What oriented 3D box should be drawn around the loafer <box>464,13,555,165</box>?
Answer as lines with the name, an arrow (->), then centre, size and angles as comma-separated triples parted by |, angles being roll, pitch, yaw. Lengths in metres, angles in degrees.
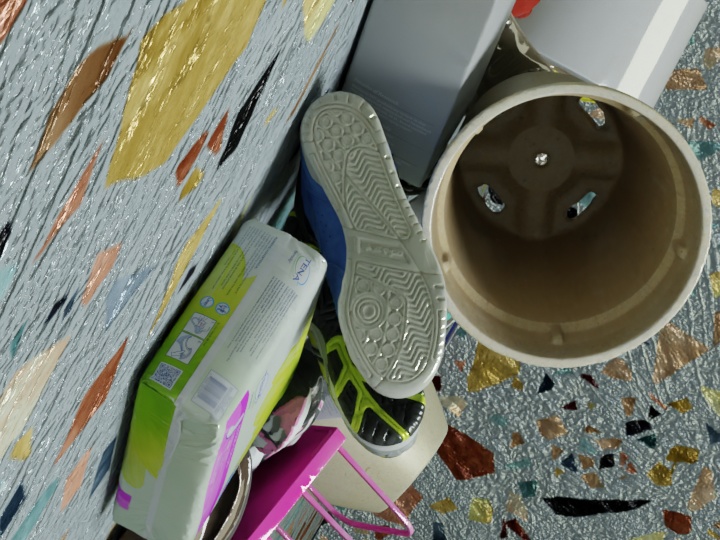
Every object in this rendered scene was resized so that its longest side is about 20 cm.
loafer -> 0.101, -0.157, 1.609 | 0.075, 0.068, 0.201 | -34, 131, -5

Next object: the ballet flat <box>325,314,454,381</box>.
ballet flat -> 0.018, 0.047, 1.596 | 0.200, 0.072, 0.072 | -36, 157, -49

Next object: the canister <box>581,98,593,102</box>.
canister -> 0.252, -0.281, 2.499 | 0.087, 0.148, 0.200 | -63, 176, 22

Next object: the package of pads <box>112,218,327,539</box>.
package of pads -> -0.092, 0.076, 1.375 | 0.155, 0.068, 0.200 | -59, 175, -33

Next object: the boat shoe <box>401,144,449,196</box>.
boat shoe -> 0.035, -0.094, 1.646 | 0.200, 0.070, 0.064 | 86, -5, -68

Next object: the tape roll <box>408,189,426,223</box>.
tape roll -> 0.000, 0.000, 1.630 | 0.202, 0.037, 0.203 | -37, 179, -1

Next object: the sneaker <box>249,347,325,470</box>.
sneaker -> -0.063, 0.091, 1.574 | 0.086, 0.081, 0.200 | -31, 176, -27

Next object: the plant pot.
plant pot -> 0.137, -0.058, 1.507 | 0.202, 0.199, 0.184 | -63, -170, 16

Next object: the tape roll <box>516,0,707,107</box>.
tape roll -> 0.259, -0.275, 2.290 | 0.140, 0.202, 0.203 | -61, 175, 4

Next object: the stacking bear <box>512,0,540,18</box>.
stacking bear -> 0.135, -0.267, 1.643 | 0.114, 0.121, 0.200 | -61, -177, -25

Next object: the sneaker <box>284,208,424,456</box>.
sneaker -> -0.010, 0.040, 1.468 | 0.077, 0.075, 0.202 | 91, -14, -65

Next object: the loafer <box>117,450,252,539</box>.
loafer -> -0.142, 0.204, 1.529 | 0.201, 0.073, 0.071 | -62, 175, -3

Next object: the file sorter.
file sorter -> -0.073, 0.237, 1.659 | 0.200, 0.126, 0.139 | -50, -159, -21

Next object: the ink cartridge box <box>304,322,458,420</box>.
ink cartridge box -> 0.010, 0.054, 1.719 | 0.200, 0.198, 0.041 | -55, 129, -51

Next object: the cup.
cup -> -0.005, 0.134, 1.894 | 0.201, 0.143, 0.200 | -50, -177, 4

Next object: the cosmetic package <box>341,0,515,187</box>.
cosmetic package -> 0.052, -0.167, 1.443 | 0.107, 0.090, 0.201 | -57, 170, -41

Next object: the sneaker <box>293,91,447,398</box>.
sneaker -> 0.006, -0.013, 1.393 | 0.076, 0.202, 0.111 | -18, 175, -3
